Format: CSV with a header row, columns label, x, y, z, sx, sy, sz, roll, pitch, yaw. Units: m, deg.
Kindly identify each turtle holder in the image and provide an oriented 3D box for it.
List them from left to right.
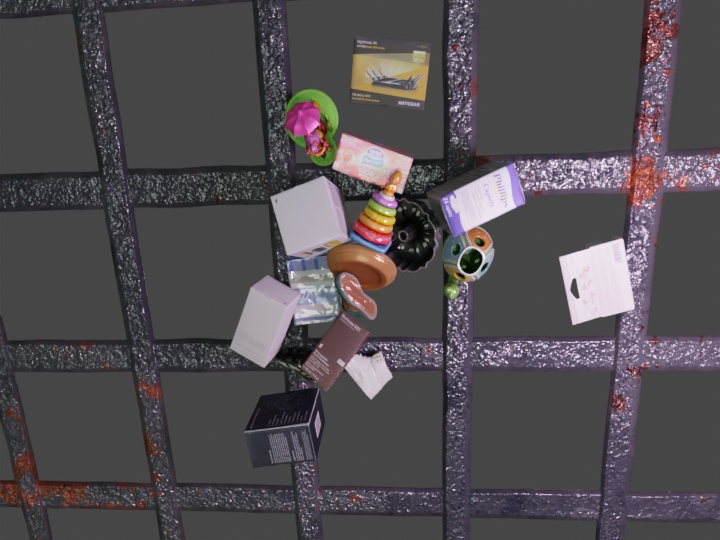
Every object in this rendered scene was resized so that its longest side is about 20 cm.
label,x,y,z,sx,sy,sz,roll,pitch,yaw
turtle holder,0.273,-0.031,1.506,0.184,0.132,0.142,-35,102,14

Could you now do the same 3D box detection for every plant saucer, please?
label,x,y,z,sx,sy,sz,roll,pitch,yaw
plant saucer,0.000,0.000,1.523,0.194,0.038,0.202,11,151,6

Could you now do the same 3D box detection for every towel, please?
label,x,y,z,sx,sy,sz,roll,pitch,yaw
towel,-0.136,0.057,1.625,0.142,0.024,0.207,-4,106,6

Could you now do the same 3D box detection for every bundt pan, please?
label,x,y,z,sx,sy,sz,roll,pitch,yaw
bundt pan,0.130,-0.103,1.499,0.197,0.075,0.208,16,120,30

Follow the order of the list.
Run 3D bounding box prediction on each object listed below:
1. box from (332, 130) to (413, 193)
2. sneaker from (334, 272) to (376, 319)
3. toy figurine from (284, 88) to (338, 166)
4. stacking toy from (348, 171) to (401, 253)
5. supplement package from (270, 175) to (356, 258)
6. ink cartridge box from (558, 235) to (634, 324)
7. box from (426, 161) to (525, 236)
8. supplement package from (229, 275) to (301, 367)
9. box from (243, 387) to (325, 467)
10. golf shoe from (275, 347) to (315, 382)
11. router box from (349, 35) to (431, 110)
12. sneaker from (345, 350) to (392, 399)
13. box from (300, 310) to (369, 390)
label,x,y,z,sx,sy,sz,roll,pitch,yaw
box,0.033,-0.283,1.469,0.195,0.103,0.097,20,108,0
sneaker,-0.031,0.076,1.557,0.078,0.073,0.201,-2,144,32
toy figurine,-0.129,-0.351,1.421,0.146,0.185,0.205,-18,105,10
stacking toy,0.055,-0.157,1.421,0.107,0.116,0.204,25,112,6
supplement package,-0.116,-0.129,1.457,0.148,0.200,0.155,-18,85,10
ink cartridge box,0.639,0.028,1.535,0.171,0.045,0.206,-15,104,8
box,0.284,-0.184,1.418,0.196,0.184,0.107,-25,103,2
supplement package,-0.268,0.142,1.599,0.119,0.120,0.204,27,111,7
box,-0.216,0.458,1.658,0.190,0.201,0.128,-7,107,7
golf shoe,-0.161,0.291,1.669,0.194,0.078,0.097,11,121,12
router box,0.075,-0.498,1.427,0.193,0.052,0.162,6,107,3
sneaker,0.008,0.262,1.657,0.115,0.074,0.201,-41,94,-1
box,-0.070,0.226,1.587,0.099,0.075,0.202,36,81,8
